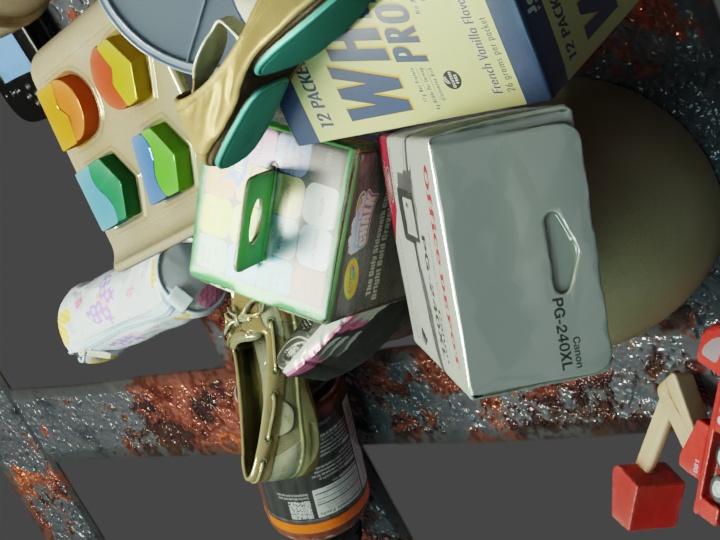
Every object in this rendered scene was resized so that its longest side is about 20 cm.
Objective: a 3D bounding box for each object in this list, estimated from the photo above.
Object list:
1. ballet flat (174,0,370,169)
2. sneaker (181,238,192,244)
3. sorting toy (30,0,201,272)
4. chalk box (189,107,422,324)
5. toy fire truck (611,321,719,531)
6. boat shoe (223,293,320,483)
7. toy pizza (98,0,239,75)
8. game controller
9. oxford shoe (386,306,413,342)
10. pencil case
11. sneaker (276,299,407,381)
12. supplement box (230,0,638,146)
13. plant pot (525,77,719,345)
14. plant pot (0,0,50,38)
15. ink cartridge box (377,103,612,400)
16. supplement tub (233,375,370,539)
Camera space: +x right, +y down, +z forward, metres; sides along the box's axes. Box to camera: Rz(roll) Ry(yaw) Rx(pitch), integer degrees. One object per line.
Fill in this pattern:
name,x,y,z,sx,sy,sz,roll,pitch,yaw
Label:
ballet flat,-0.060,-0.133,0.804,0.063,0.068,0.200,55,137,9
sneaker,-0.168,-0.100,1.162,0.200,0.074,0.085,47,136,34
sorting toy,-0.189,-0.110,1.086,0.185,0.036,0.201,-21,90,50
chalk box,-0.036,-0.044,0.964,0.123,0.200,0.125,19,106,28
toy fire truck,0.258,0.122,1.045,0.141,0.048,0.201,-142,55,-63
boat shoe,-0.087,0.080,1.183,0.073,0.063,0.202,-21,76,54
toy pizza,-0.096,-0.235,0.983,0.200,0.200,0.032,41,177,2
game controller,-0.332,-0.227,1.246,0.104,0.042,0.201,-14,113,42
oxford shoe,0.010,0.041,1.175,0.200,0.073,0.071,-25,106,46
pencil case,-0.211,0.028,1.320,0.200,0.091,0.083,-25,106,44
sneaker,0.000,0.000,1.110,0.086,0.200,0.080,45,-174,29
supplement box,0.056,-0.195,0.861,0.199,0.200,0.135,-6,119,40
plant pot,0.142,-0.017,0.986,0.199,0.134,0.201,21,133,24
plant pot,-0.259,-0.295,1.048,0.173,0.200,0.201,-16,113,26
ink cartridge box,0.073,-0.018,0.813,0.083,0.200,0.146,-11,97,-5
supplement tub,-0.050,0.181,1.307,0.106,0.107,0.201,10,128,31
